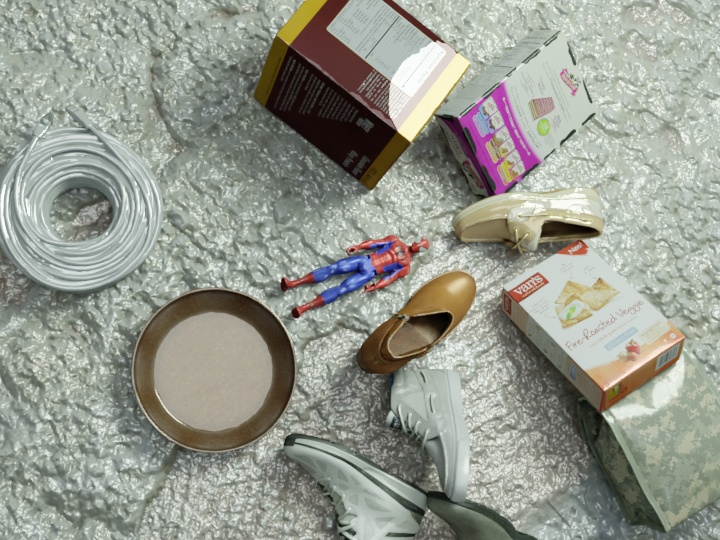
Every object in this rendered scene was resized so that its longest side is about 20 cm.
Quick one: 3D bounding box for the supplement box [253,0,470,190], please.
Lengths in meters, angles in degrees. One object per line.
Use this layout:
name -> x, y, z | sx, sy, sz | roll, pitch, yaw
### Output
supplement box -> -0.004, -0.235, 1.310 | 0.200, 0.197, 0.133 | 38, 72, -3

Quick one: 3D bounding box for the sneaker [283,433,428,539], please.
sneaker -> -0.019, 0.282, 1.267 | 0.200, 0.076, 0.116 | 29, 72, -8

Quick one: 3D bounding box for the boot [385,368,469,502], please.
boot -> 0.077, 0.196, 1.275 | 0.095, 0.074, 0.200 | 4, 35, -5

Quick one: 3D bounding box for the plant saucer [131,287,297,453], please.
plant saucer -> -0.178, 0.122, 1.284 | 0.200, 0.037, 0.201 | 2, 79, -12

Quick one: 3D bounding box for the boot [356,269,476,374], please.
boot -> 0.088, 0.060, 1.294 | 0.200, 0.155, 0.074 | -41, 90, -17

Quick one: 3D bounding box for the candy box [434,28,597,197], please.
candy box -> 0.208, -0.209, 1.396 | 0.200, 0.061, 0.137 | -40, 121, -16

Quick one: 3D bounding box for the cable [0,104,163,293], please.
cable -> -0.340, -0.071, 1.269 | 0.200, 0.069, 0.200 | 36, 74, -4

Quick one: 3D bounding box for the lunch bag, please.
lunch bag -> 0.384, 0.208, 1.353 | 0.164, 0.118, 0.200 | -27, 91, -15

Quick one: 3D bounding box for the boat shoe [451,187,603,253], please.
boat shoe -> 0.222, -0.059, 1.374 | 0.199, 0.074, 0.069 | -9, 62, 0

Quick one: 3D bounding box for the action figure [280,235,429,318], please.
action figure -> 0.000, 0.000, 1.344 | 0.200, 0.052, 0.066 | -23, 81, -18

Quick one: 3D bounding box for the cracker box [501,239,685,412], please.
cracker box -> 0.293, 0.066, 1.343 | 0.134, 0.058, 0.200 | -30, 54, -17

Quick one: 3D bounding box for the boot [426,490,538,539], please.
boot -> 0.142, 0.360, 1.274 | 0.200, 0.068, 0.131 | 35, 72, -23
